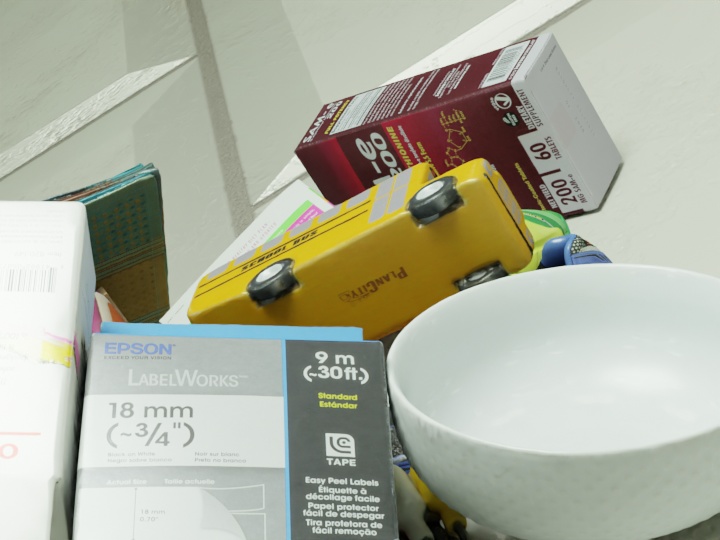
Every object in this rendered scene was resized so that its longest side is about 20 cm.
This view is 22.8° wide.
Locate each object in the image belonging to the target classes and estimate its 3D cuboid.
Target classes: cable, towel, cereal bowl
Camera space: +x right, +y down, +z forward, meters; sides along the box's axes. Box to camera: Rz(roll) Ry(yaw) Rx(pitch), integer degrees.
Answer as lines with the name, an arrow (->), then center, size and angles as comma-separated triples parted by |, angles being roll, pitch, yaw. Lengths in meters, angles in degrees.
cable -> 0.041, 0.150, 0.870 | 0.097, 0.051, 0.200 | -37, 29, -12
towel -> -0.205, 0.014, 1.269 | 0.146, 0.201, 0.022 | -21, 56, -17
cereal bowl -> 0.112, 0.073, 0.866 | 0.198, 0.084, 0.200 | -6, 23, 2

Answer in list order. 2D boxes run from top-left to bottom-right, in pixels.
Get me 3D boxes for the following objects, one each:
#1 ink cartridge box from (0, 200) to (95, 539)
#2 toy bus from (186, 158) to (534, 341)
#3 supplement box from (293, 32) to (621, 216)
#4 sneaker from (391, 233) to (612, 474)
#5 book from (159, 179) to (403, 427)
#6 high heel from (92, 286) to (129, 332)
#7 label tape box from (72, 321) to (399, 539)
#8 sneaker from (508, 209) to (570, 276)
ink cartridge box -> -0.189, 0.064, 0.831 | 0.115, 0.068, 0.201 | 1, 52, -2
toy bus -> 0.000, 0.000, 1.019 | 0.199, 0.065, 0.078 | -27, 20, 19
supplement box -> 0.064, -0.080, 1.221 | 0.199, 0.109, 0.061 | -14, 30, 39
sneaker -> 0.070, 0.053, 1.002 | 0.200, 0.079, 0.075 | -40, 24, -14
book -> -0.024, 0.036, 1.097 | 0.134, 0.048, 0.200 | -50, 42, -1
high heel -> -0.193, 0.063, 1.176 | 0.096, 0.068, 0.200 | -37, 8, -6
label tape box -> -0.060, 0.076, 0.846 | 0.143, 0.064, 0.201 | 2, 44, -6
sneaker -> 0.055, 0.005, 1.144 | 0.199, 0.075, 0.083 | -13, 6, 45
